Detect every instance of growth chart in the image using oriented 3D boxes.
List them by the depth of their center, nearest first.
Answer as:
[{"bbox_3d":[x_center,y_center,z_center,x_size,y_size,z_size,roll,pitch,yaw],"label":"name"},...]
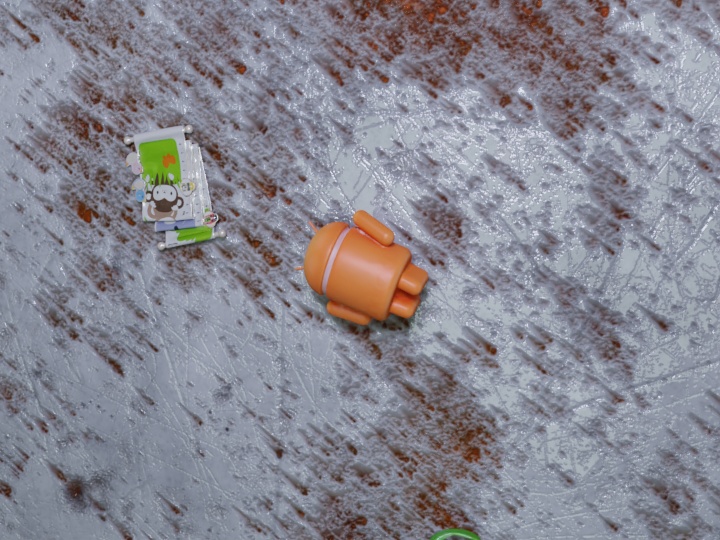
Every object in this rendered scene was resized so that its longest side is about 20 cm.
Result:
[{"bbox_3d":[-0.304,-0.134,1.313,0.142,0.018,0.204,-16,92,15],"label":"growth chart"}]

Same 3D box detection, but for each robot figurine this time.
[{"bbox_3d":[0.001,-0.002,1.208,0.196,0.145,0.118,22,62,10],"label":"robot figurine"}]

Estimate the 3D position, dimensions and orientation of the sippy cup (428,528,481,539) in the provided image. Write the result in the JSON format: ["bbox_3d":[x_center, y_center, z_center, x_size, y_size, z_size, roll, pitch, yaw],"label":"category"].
[{"bbox_3d":[0.145,0.497,1.230,0.127,0.141,0.181,9,123,1],"label":"sippy cup"}]
